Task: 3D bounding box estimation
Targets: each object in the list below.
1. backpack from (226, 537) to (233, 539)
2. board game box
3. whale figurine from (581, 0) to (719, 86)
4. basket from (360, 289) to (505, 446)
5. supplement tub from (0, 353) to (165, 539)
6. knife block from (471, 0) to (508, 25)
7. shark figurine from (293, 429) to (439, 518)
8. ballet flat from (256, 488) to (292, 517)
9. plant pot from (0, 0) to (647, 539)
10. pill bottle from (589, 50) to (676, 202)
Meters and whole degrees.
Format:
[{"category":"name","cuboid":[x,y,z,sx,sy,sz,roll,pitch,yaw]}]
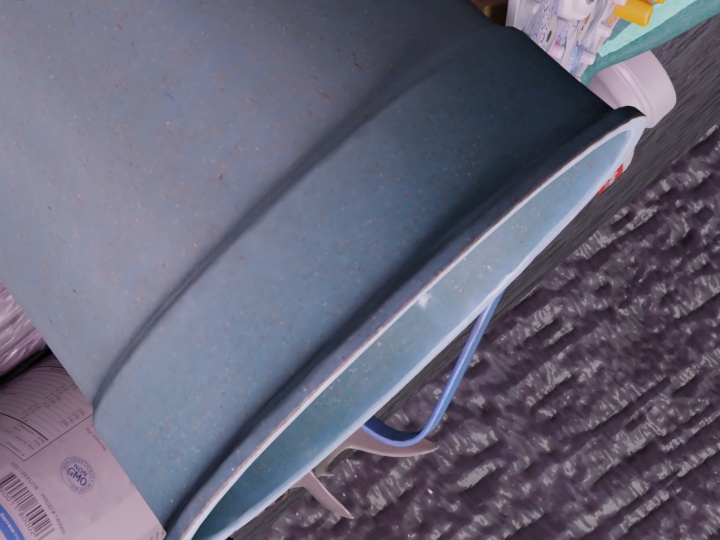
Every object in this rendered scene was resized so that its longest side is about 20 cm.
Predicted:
[{"category":"backpack","cuboid":[-0.180,0.237,1.905,0.199,0.155,0.190,-31,-164,-20]},{"category":"board game box","cuboid":[0.128,-0.161,1.413,0.200,0.026,0.201,-55,161,-36]},{"category":"whale figurine","cuboid":[0.173,-0.172,1.606,0.200,0.103,0.159,-55,170,-16]},{"category":"basket","cuboid":[0.005,-0.034,1.307,0.201,0.176,0.139,-57,173,18]},{"category":"supplement tub","cuboid":[-0.177,0.129,1.440,0.200,0.132,0.132,-34,169,-48]},{"category":"knife block","cuboid":[0.067,-0.137,1.452,0.201,0.064,0.176,83,26,-54]},{"category":"shark figurine","cuboid":[-0.025,0.120,1.667,0.128,0.089,0.214,-50,161,1]},{"category":"ballet flat","cuboid":[-0.067,0.094,1.795,0.072,0.072,0.201,-45,-156,20]},{"category":"plant pot","cuboid":[-0.048,-0.049,0.827,0.200,0.196,0.200,-41,173,-6]},{"category":"pill bottle","cuboid":[0.122,-0.087,1.891,0.200,0.116,0.116,-42,173,-9]}]
